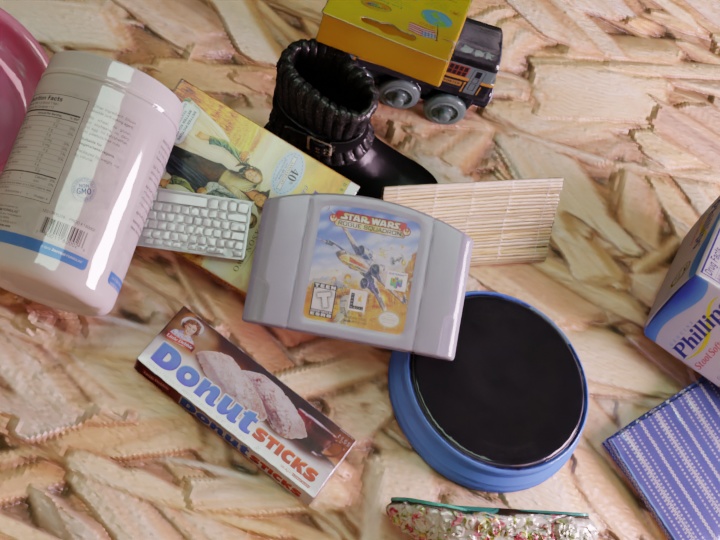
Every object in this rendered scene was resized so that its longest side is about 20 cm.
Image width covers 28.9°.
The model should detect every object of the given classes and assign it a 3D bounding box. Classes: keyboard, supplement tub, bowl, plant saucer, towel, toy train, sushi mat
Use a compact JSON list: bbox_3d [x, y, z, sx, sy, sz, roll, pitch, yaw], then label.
[{"bbox_3d":[-0.201,-0.050,1.284,0.198,0.011,0.057,8,84,-3],"label":"keyboard"},{"bbox_3d":[-0.245,-0.073,1.215,0.131,0.132,0.201,20,75,-7],"label":"supplement tub"},{"bbox_3d":[0.126,0.110,1.326,0.199,0.039,0.202,9,60,-15],"label":"bowl"},{"bbox_3d":[-0.363,-0.160,1.266,0.200,0.051,0.202,26,49,-34],"label":"plant saucer"},{"bbox_3d":[0.348,0.184,1.377,0.199,0.024,0.145,-26,75,-28],"label":"towel"},{"bbox_3d":[0.054,-0.224,1.444,0.199,0.114,0.086,16,57,-10],"label":"toy train"},{"bbox_3d":[0.107,-0.045,1.380,0.199,0.096,0.012,-4,28,-21],"label":"sushi mat"}]

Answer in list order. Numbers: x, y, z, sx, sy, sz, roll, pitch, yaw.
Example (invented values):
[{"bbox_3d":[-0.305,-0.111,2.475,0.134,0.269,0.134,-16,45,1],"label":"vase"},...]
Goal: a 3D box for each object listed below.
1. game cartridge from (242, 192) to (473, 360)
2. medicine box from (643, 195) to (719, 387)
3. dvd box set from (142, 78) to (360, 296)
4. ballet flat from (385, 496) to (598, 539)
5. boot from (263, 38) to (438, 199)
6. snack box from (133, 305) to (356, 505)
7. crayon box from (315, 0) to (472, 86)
[{"bbox_3d":[0.000,0.000,1.281,0.198,0.042,0.134,10,87,-5],"label":"game cartridge"},{"bbox_3d":[0.413,0.038,1.408,0.199,0.103,0.182,35,43,3],"label":"medicine box"},{"bbox_3d":[-0.121,-0.067,1.312,0.199,0.029,0.147,32,82,-1],"label":"dvd box set"},{"bbox_3d":[0.119,0.240,1.235,0.198,0.076,0.064,7,75,-12],"label":"ballet flat"},{"bbox_3d":[0.003,-0.124,1.343,0.210,0.158,0.080,22,56,-6],"label":"boot"},{"bbox_3d":[-0.103,0.120,1.249,0.200,0.024,0.072,38,58,3],"label":"snack box"},{"bbox_3d":[0.035,-0.244,1.321,0.126,0.051,0.200,21,35,1],"label":"crayon box"}]
